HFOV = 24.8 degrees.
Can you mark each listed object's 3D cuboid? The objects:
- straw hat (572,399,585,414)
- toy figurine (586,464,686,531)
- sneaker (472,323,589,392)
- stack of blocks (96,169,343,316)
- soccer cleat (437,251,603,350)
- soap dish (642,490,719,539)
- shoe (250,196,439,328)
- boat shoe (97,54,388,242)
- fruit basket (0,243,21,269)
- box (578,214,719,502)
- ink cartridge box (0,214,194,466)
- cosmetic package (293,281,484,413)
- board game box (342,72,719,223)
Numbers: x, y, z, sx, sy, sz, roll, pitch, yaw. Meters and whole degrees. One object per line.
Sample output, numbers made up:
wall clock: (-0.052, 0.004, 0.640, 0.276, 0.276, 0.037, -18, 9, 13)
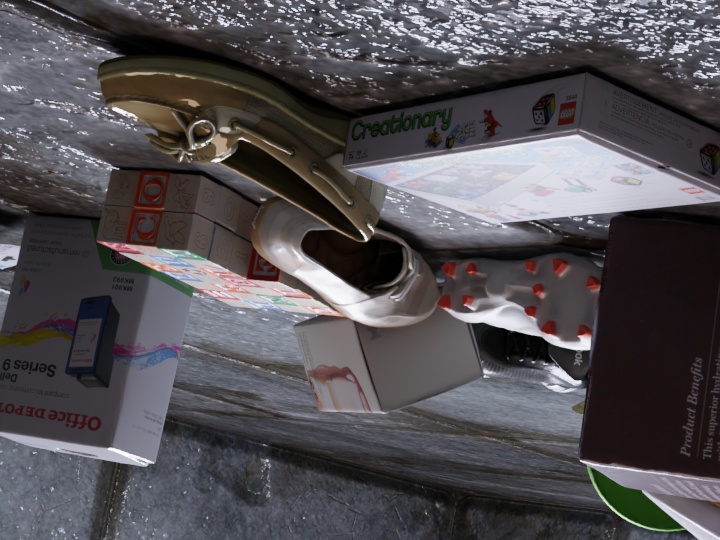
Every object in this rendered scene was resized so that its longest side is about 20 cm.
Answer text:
straw hat: (0.260, 0.062, 1.277, 0.199, 0.086, 0.201, -3, -178, 0)
toy figurine: (0.295, 0.129, 1.527, 0.151, 0.199, 0.184, 51, -173, -5)
sneaker: (0.163, 0.068, 1.471, 0.199, 0.067, 0.090, 16, 165, -41)
stack of blocks: (-0.100, -0.019, 1.282, 0.114, 0.059, 0.200, 5, 167, 29)
soccer cleat: (0.143, 0.021, 1.252, 0.077, 0.070, 0.199, 13, 177, -38)
soap dish: (0.321, 0.196, 1.247, 0.200, 0.082, 0.157, 37, 175, -40)
shoe: (0.000, 0.000, 1.250, 0.053, 0.071, 0.199, 11, 170, 46)
boat shoe: (-0.066, -0.073, 0.961, 0.199, 0.064, 0.073, 19, 166, -37)
fruit basket: (-0.417, -0.013, 1.547, 0.198, 0.095, 0.185, 12, 170, -25)
box: (0.266, 0.070, 1.089, 0.198, 0.168, 0.164, 7, 169, 22)
ink cartridge box: (-0.239, 0.061, 1.452, 0.144, 0.202, 0.087, 6, 168, 25)
cosmetic package: (0.021, 0.069, 1.422, 0.102, 0.088, 0.200, -17, 180, -16)
board game box: (0.098, -0.064, 0.922, 0.125, 0.035, 0.199, 18, 167, -36)
